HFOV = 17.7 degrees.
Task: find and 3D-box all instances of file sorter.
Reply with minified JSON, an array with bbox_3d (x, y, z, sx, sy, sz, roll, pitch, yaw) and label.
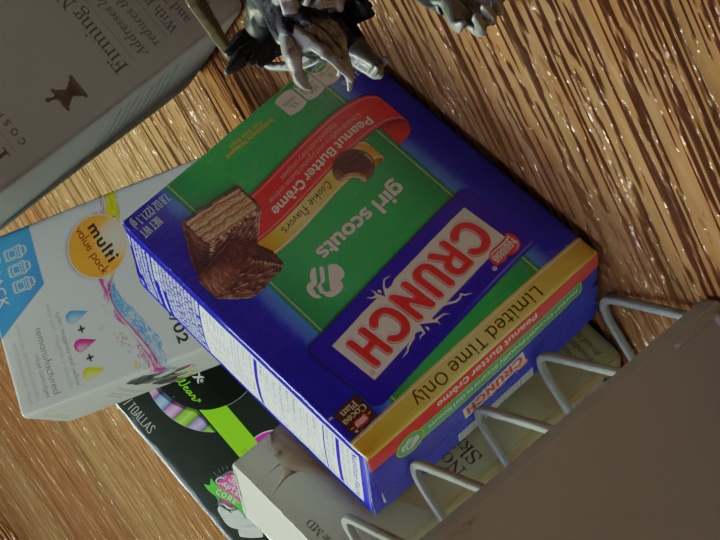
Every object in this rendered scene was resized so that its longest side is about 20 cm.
[{"bbox_3d":[0.111,0.124,1.174,0.139,0.200,0.124,57,163,-18],"label":"file sorter"}]

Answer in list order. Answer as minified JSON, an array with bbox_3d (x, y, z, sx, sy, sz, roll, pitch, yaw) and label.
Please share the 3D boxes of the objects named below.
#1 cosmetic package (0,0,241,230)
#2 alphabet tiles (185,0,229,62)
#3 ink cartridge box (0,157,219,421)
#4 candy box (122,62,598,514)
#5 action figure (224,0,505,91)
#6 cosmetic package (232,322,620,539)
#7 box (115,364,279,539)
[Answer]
[{"bbox_3d":[-0.210,-0.143,1.410,0.167,0.200,0.166,50,160,-1],"label":"cosmetic package"},{"bbox_3d":[-0.121,-0.206,1.212,0.200,0.008,0.167,62,-178,7],"label":"alphabet tiles"},{"bbox_3d":[-0.123,0.006,1.424,0.068,0.200,0.115,19,-128,-71],"label":"ink cartridge box"},{"bbox_3d":[0.000,0.000,1.244,0.200,0.169,0.077,42,164,23],"label":"candy box"},{"bbox_3d":[-0.001,-0.135,1.079,0.102,0.119,0.200,50,157,17],"label":"action figure"},{"bbox_3d":[0.038,0.091,1.277,0.104,0.200,0.073,42,161,23],"label":"cosmetic package"},{"bbox_3d":[-0.061,0.075,1.516,0.200,0.149,0.124,49,-170,5],"label":"box"}]
